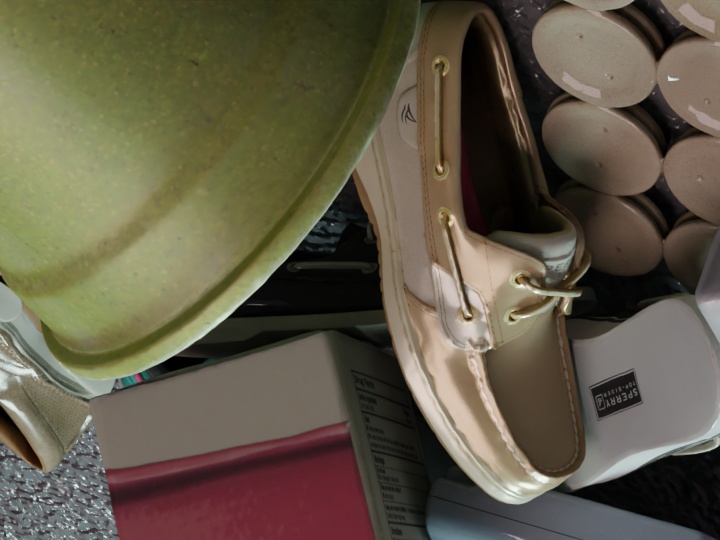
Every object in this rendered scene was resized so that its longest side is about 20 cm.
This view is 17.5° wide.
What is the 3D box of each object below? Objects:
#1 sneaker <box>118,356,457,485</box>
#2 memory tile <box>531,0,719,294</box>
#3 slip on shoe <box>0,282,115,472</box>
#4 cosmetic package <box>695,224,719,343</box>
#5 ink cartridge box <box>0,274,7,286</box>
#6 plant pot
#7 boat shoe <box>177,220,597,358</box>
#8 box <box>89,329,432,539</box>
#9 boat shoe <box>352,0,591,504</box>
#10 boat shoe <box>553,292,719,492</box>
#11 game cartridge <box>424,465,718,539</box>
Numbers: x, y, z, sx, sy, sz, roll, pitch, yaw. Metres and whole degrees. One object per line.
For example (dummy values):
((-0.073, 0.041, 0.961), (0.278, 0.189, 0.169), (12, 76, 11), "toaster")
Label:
((-0.031, 0.055, 1.092), (0.200, 0.084, 0.121), (23, 157, 15), "sneaker")
((0.136, -0.053, 0.861), (0.153, 0.017, 0.200), (17, 145, 22), "memory tile")
((-0.184, 0.034, 1.052), (0.076, 0.061, 0.200), (19, 168, 31), "slip on shoe")
((0.239, 0.000, 0.694), (0.200, 0.166, 0.167), (-2, 136, 36), "cosmetic package")
((-0.169, -0.003, 1.095), (0.095, 0.037, 0.200), (25, 172, 2), "ink cartridge box")
((-0.113, -0.095, 0.813), (0.184, 0.200, 0.200), (37, 149, -26), "plant pot")
((0.000, 0.000, 0.994), (0.200, 0.063, 0.073), (-5, 169, 18), "boat shoe")
((-0.023, 0.138, 0.966), (0.109, 0.200, 0.128), (-16, 168, 11), "box")
((0.050, -0.007, 0.892), (0.069, 0.074, 0.200), (-13, 101, 39), "boat shoe")
((0.118, 0.046, 0.930), (0.200, 0.064, 0.071), (161, 98, -66), "boat shoe")
((0.112, 0.130, 1.031), (0.133, 0.042, 0.200), (19, 172, 18), "game cartridge")
